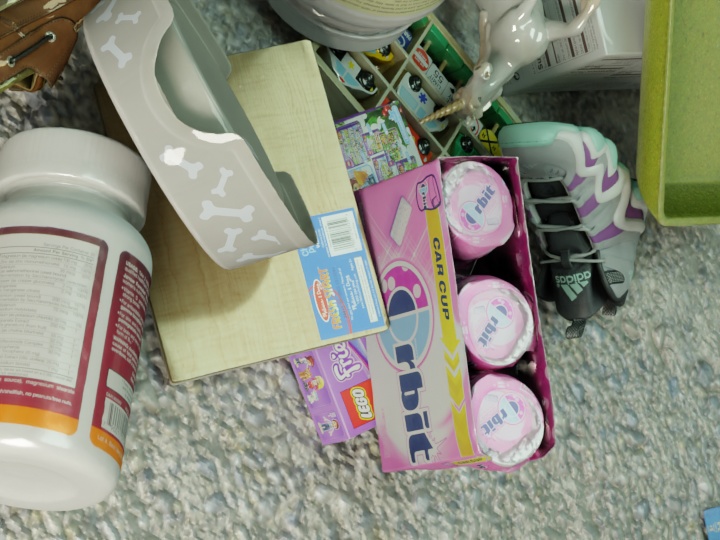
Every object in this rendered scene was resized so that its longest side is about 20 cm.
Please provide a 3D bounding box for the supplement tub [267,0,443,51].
[{"bbox_3d":[0.019,-0.254,1.535,0.144,0.200,0.146,13,55,-18],"label":"supplement tub"}]

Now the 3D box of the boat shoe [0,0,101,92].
[{"bbox_3d":[-0.211,-0.139,1.396,0.200,0.072,0.068,-30,102,-36],"label":"boat shoe"}]

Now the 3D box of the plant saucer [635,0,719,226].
[{"bbox_3d":[0.272,-0.137,1.728,0.199,0.048,0.201,-3,97,-46],"label":"plant saucer"}]

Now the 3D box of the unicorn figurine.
[{"bbox_3d":[0.110,-0.191,1.654,0.074,0.137,0.200,30,34,-23],"label":"unicorn figurine"}]

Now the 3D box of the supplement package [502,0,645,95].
[{"bbox_3d":[0.195,-0.228,1.779,0.200,0.111,0.156,-7,82,-46],"label":"supplement package"}]

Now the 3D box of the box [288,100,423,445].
[{"bbox_3d":[0.000,0.000,1.546,0.136,0.039,0.201,-22,92,-33],"label":"box"}]

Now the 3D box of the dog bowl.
[{"bbox_3d":[-0.099,-0.090,1.376,0.201,0.059,0.200,60,5,-8],"label":"dog bowl"}]

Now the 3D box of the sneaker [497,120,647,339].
[{"bbox_3d":[0.155,-0.021,1.675,0.200,0.077,0.141,29,64,-53],"label":"sneaker"}]

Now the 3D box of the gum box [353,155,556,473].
[{"bbox_3d":[0.058,0.035,1.483,0.066,0.113,0.201,-3,82,-32],"label":"gum box"}]

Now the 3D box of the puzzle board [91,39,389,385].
[{"bbox_3d":[-0.077,-0.039,1.476,0.150,0.017,0.201,-13,83,-19],"label":"puzzle board"}]

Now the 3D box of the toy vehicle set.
[{"bbox_3d":[0.041,-0.120,1.654,0.200,0.026,0.124,48,48,-21],"label":"toy vehicle set"}]

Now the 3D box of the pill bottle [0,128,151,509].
[{"bbox_3d":[-0.180,0.027,1.321,0.109,0.109,0.201,26,59,-35],"label":"pill bottle"}]

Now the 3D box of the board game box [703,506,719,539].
[{"bbox_3d":[0.345,0.281,1.800,0.151,0.037,0.201,2,73,-44],"label":"board game box"}]
